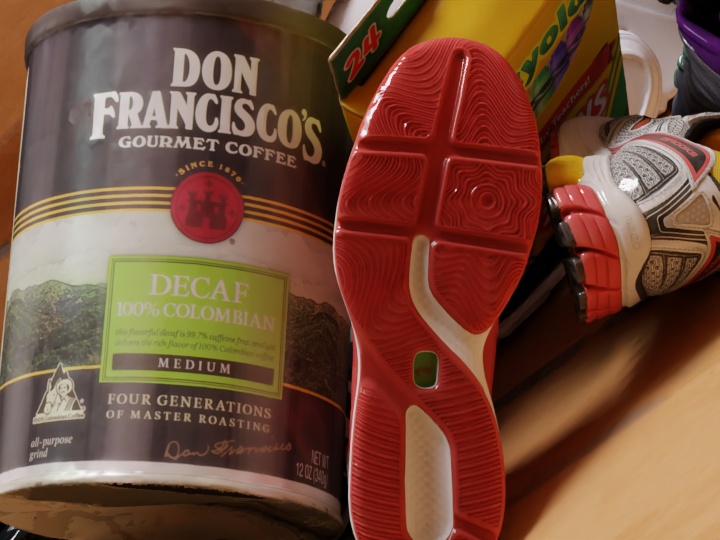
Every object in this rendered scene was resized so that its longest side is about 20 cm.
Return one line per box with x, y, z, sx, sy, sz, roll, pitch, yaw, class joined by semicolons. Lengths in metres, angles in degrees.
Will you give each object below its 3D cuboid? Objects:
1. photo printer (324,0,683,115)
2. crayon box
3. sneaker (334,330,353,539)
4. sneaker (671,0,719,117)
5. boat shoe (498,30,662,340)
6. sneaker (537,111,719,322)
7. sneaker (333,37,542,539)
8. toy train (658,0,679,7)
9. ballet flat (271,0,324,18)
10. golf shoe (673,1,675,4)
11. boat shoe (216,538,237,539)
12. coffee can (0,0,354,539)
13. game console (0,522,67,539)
0.068;-0.118;1.287;0.200;0.165;0.070;163;120;-71;photo printer
0.055;-0.072;0.978;0.127;0.051;0.200;-53;-24;-15;crayon box
-0.036;0.086;1.087;0.200;0.070;0.109;-29;15;52;sneaker
0.159;-0.094;0.956;0.074;0.088;0.200;-38;8;-5;sneaker
0.092;-0.035;1.106;0.201;0.073;0.065;-58;16;-18;boat shoe
0.121;-0.025;0.932;0.082;0.078;0.200;-15;10;9;sneaker
0.018;0.018;0.889;0.116;0.078;0.201;145;134;-79;sneaker
0.180;-0.201;1.083;0.114;0.201;0.086;-14;-11;33;toy train
-0.046;-0.149;1.329;0.069;0.069;0.200;-44;-4;-5;ballet flat
0.126;-0.196;1.272;0.200;0.078;0.098;37;-109;-58;golf shoe
-0.060;0.146;0.938;0.068;0.072;0.200;-40;17;-10;boat shoe
-0.073;0.005;0.961;0.146;0.146;0.201;151;125;-61;coffee can
-0.161;0.181;1.105;0.200;0.175;0.117;142;134;-58;game console
